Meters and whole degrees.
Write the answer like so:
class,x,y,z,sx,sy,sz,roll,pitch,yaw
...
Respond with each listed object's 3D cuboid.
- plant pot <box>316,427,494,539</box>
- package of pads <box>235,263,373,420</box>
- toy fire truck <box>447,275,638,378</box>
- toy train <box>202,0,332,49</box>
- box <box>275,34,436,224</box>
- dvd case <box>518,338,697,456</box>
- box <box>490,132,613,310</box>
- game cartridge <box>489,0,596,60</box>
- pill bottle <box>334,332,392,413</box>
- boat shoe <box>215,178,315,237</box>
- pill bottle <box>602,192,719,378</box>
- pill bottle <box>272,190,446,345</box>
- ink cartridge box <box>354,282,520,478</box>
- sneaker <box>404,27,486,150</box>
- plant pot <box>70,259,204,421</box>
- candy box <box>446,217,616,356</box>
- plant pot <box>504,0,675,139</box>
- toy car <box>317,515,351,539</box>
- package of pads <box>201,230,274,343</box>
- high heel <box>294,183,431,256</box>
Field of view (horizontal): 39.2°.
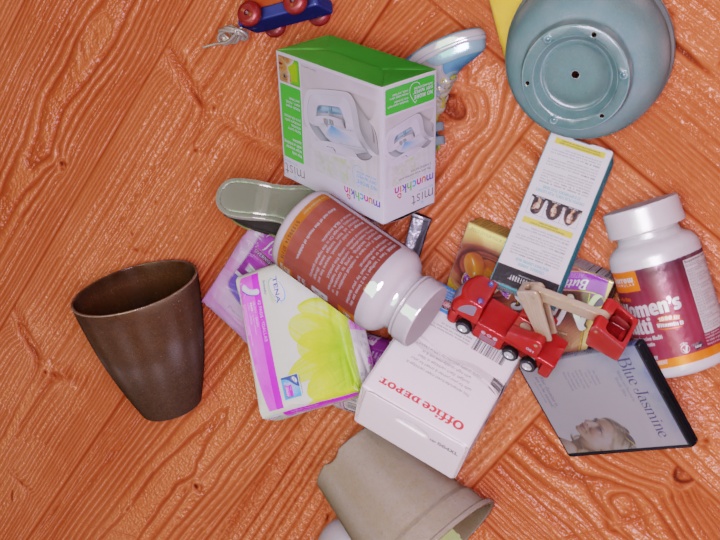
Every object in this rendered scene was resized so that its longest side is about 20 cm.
class,x,y,z,sx,sy,sz,roll,pitch,yaw
plant pot,0.046,0.312,1.363,0.184,0.200,0.201,46,115,22
package of pads,-0.069,0.080,1.319,0.154,0.068,0.201,-18,75,20
toy fire truck,0.205,0.056,1.177,0.199,0.049,0.141,31,145,10
toy train,-0.139,-0.379,1.367,0.199,0.085,0.116,-8,86,25
box,-0.004,-0.179,1.258,0.200,0.096,0.177,29,131,40
dvd case,0.299,0.161,1.241,0.200,0.018,0.143,-20,103,53
box,0.235,-0.060,1.230,0.082,0.049,0.201,22,84,19
game cartridge,0.241,-0.352,1.228,0.176,0.032,0.201,-12,97,25
pill bottle,0.067,0.158,1.353,0.199,0.112,0.113,15,106,20
boat shoe,-0.089,-0.075,1.337,0.200,0.061,0.072,15,78,10
pill bottle,0.359,0.017,1.197,0.109,0.109,0.201,-17,93,26
pill bottle,0.000,0.000,1.216,0.200,0.112,0.113,36,112,18
ink cartridge box,0.103,0.130,1.244,0.146,0.200,0.084,29,142,12
sneaker,0.097,-0.214,1.291,0.200,0.079,0.131,-27,86,35
plant pot,-0.304,0.113,1.488,0.186,0.187,0.201,-3,113,24
candy box,0.216,0.024,1.292,0.199,0.056,0.117,25,109,19
plant pot,0.253,-0.236,1.158,0.199,0.134,0.201,9,118,17
toy car,-0.032,0.425,1.446,0.177,0.184,0.201,-20,50,46
package of pads,-0.127,0.006,1.432,0.120,0.076,0.200,40,113,10
high heel,-0.015,-0.034,1.373,0.199,0.071,0.143,20,101,10
